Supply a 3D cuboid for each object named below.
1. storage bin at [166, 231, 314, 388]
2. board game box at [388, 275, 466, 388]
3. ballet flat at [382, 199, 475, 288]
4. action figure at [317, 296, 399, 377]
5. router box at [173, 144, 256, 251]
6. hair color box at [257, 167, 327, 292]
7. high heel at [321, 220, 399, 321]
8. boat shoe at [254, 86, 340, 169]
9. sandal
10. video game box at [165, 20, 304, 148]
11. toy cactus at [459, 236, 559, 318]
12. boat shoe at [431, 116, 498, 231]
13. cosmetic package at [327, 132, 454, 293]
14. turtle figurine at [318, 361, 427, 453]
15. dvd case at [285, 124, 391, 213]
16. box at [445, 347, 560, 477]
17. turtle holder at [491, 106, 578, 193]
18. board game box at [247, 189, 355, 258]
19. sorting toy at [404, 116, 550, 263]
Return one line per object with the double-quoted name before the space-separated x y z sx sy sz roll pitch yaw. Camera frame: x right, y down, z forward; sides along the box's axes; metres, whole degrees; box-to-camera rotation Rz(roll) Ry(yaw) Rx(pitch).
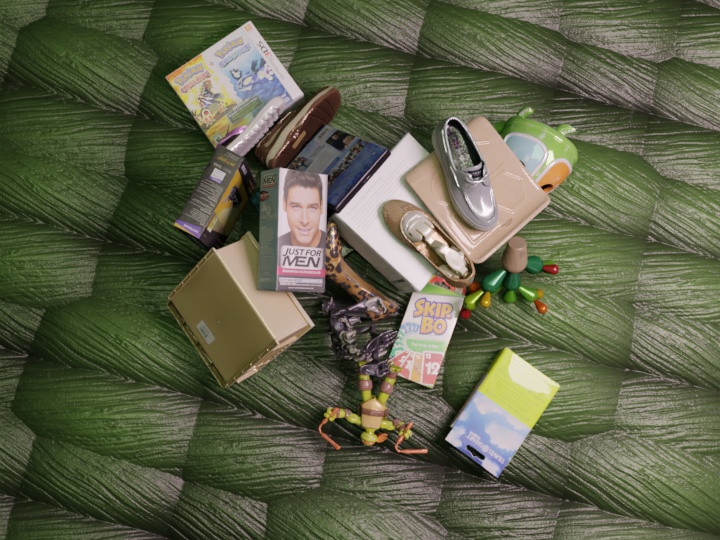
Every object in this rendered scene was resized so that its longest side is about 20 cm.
"storage bin" -0.219 0.076 1.374 0.198 0.094 0.200 -40 83 38
"board game box" 0.122 0.108 1.449 0.095 0.030 0.200 20 80 3
"ballet flat" 0.121 -0.050 1.318 0.200 0.065 0.071 41 81 -6
"action figure" 0.001 0.112 1.370 0.102 0.200 0.119 -12 113 -24
"router box" -0.252 -0.119 1.388 0.052 0.200 0.158 28 84 2
"hair color box" -0.113 -0.065 1.312 0.099 0.061 0.201 3 87 -39
"high heel" 0.000 0.000 1.407 0.142 0.071 0.201 1 120 4
"boat shoe" -0.124 -0.279 1.478 0.075 0.075 0.202 32 73 28
"sandal" -0.220 -0.248 1.434 0.203 0.082 0.050 -44 86 -2
"video game box" -0.238 -0.348 1.499 0.200 0.047 0.182 -36 82 -5
"toy cactus" 0.271 0.013 1.394 0.199 0.165 0.102 -15 50 -8
"boat shoe" 0.177 -0.161 1.303 0.070 0.072 0.201 -23 86 -11
"cosmetic package" 0.080 -0.099 1.408 0.200 0.123 0.199 43 80 -7
"turtle figurine" 0.033 0.248 1.406 0.199 0.064 0.162 10 92 12
"dvd case" -0.052 -0.185 1.398 0.143 0.018 0.200 -49 42 -9
"box" 0.254 0.255 1.417 0.122 0.048 0.200 35 84 5
"turtle holder" 0.297 -0.215 1.435 0.185 0.141 0.132 31 84 2
"board game box" -0.099 -0.094 1.472 0.135 0.028 0.200 -36 83 -5
"sorting toy" 0.202 -0.140 1.359 0.185 0.036 0.200 -40 89 -12
